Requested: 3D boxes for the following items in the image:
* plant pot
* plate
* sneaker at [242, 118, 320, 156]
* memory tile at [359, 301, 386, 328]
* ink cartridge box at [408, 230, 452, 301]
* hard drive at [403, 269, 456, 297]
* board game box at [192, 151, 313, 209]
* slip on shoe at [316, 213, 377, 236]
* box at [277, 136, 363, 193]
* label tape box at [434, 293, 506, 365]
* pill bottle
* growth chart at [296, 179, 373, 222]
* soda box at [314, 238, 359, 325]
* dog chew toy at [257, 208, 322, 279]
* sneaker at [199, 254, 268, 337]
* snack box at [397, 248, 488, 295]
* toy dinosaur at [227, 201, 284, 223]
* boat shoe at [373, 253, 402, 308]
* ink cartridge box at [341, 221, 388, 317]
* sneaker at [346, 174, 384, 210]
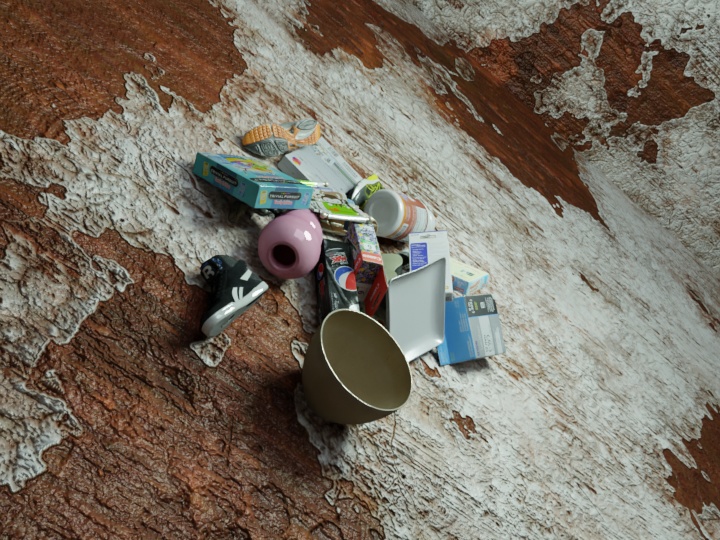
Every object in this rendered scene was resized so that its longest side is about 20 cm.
[{"bbox_3d":[-0.026,0.188,1.273,0.199,0.134,0.202,30,36,-24],"label":"plant pot"},{"bbox_3d":[0.110,0.086,1.517,0.032,0.202,0.199,15,25,37],"label":"plate"},{"bbox_3d":[-0.195,-0.309,1.706,0.198,0.092,0.077,-15,104,-35],"label":"sneaker"},{"bbox_3d":[0.022,0.053,1.563,0.152,0.017,0.200,35,34,2],"label":"memory tile"},{"bbox_3d":[0.159,-0.010,1.668,0.093,0.037,0.202,-4,48,6],"label":"ink cartridge box"},{"bbox_3d":[0.159,0.076,1.714,0.198,0.025,0.133,23,39,-32],"label":"hard drive"},{"bbox_3d":[-0.216,-0.181,1.463,0.199,0.047,0.150,29,21,34],"label":"board game box"},{"bbox_3d":[-0.055,-0.122,1.661,0.198,0.077,0.060,15,0,-25],"label":"slip on shoe"},{"bbox_3d":[-0.092,-0.235,1.758,0.156,0.041,0.200,45,31,0],"label":"box"},{"bbox_3d":[0.247,0.133,1.671,0.199,0.066,0.145,-1,78,-51],"label":"label tape box"},{"bbox_3d":[0.102,-0.128,1.784,0.199,0.112,0.113,9,46,-57],"label":"pill bottle"},{"bbox_3d":[-0.071,-0.150,1.564,0.143,0.018,0.200,-2,31,-37],"label":"growth chart"},{"bbox_3d":[-0.049,0.036,1.451,0.063,0.071,0.202,9,49,-22],"label":"soda box"},{"bbox_3d":[-0.131,-0.066,1.457,0.124,0.125,0.200,39,25,-10],"label":"dog chew toy"},{"bbox_3d":[-0.248,0.036,1.256,0.112,0.073,0.200,43,24,2],"label":"sneaker"},{"bbox_3d":[0.195,-0.003,1.743,0.198,0.038,0.116,24,22,29],"label":"snack box"},{"bbox_3d":[-0.198,-0.134,1.518,0.088,0.048,0.200,36,29,5],"label":"toy dinosaur"},{"bbox_3d":[0.056,0.017,1.573,0.073,0.064,0.202,-4,23,5],"label":"boat shoe"},{"bbox_3d":[0.000,0.000,1.495,0.050,0.110,0.201,12,38,-21],"label":"ink cartridge box"},{"bbox_3d":[0.021,-0.179,1.793,0.085,0.074,0.200,46,32,0],"label":"sneaker"}]
